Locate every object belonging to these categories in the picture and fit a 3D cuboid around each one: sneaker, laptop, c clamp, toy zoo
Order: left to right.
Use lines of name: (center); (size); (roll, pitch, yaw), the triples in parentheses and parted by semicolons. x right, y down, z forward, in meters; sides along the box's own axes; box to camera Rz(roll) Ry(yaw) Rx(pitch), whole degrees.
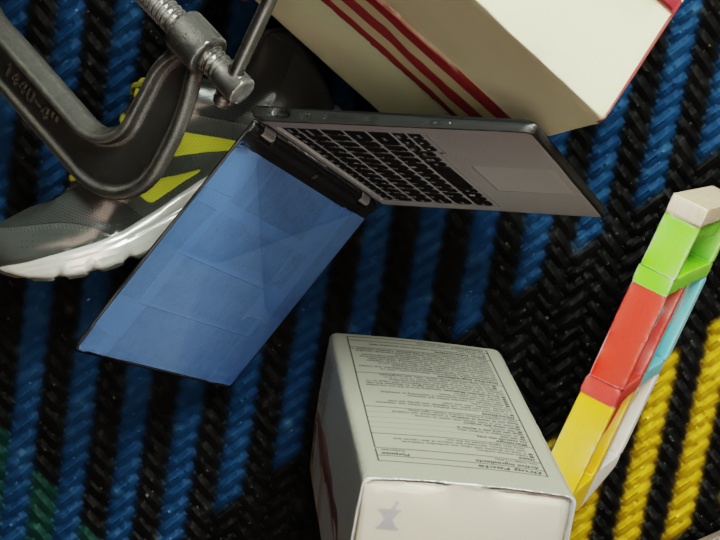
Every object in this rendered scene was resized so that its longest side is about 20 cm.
c clamp: (-0.122, -0.127, 0.778); (0.200, 0.027, 0.171); (42, 127, 22)
sneaker: (-0.105, -0.060, 0.848); (0.199, 0.074, 0.085); (-24, 102, -8)
laptop: (0.000, 0.000, 0.793); (0.199, 0.187, 0.117); (4, 83, 18)
toy zoo: (0.141, 0.052, 0.874); (0.020, 0.131, 0.201); (27, 102, 16)

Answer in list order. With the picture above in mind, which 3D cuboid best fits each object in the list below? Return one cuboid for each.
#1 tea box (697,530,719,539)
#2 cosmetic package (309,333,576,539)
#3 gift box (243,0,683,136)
tea box: (0.318, 0.222, 0.938); (0.199, 0.134, 0.198); (-24, 107, 1)
cosmetic package: (0.033, 0.107, 0.837); (0.103, 0.200, 0.088); (7, 105, -6)
gift box: (0.054, -0.181, 0.741); (0.187, 0.200, 0.185); (39, 67, -16)
